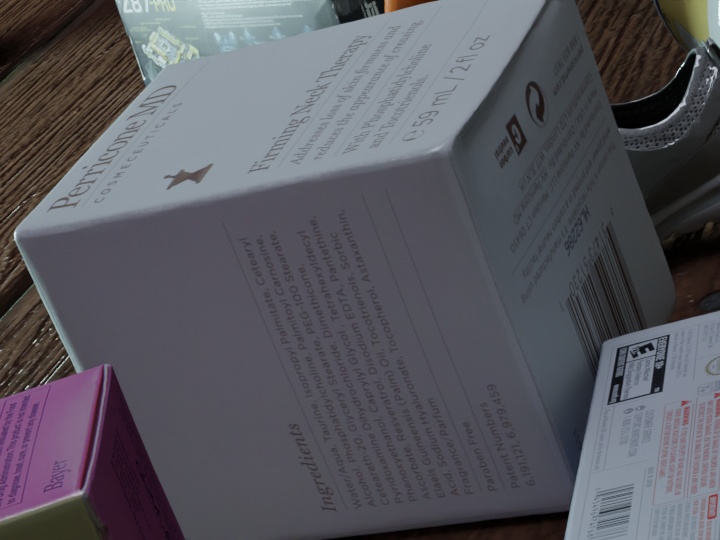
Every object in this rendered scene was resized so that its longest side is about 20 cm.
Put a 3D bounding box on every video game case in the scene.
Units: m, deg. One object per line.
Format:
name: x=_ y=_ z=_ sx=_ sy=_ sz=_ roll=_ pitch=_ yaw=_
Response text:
video game case: x=0.169 y=0.064 z=0.858 sx=0.181 sy=0.046 sz=0.200 roll=-16 pitch=20 yaw=18

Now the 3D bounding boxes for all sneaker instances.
sneaker: x=0.099 y=-0.039 z=1.130 sx=0.200 sy=0.082 sz=0.075 roll=-30 pitch=19 yaw=1

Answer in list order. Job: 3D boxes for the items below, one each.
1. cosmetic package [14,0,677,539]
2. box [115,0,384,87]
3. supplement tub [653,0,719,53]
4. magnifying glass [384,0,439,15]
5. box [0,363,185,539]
cosmetic package: x=0.000 y=0.000 z=1.009 sx=0.200 sy=0.167 sz=0.167 roll=-10 pitch=25 yaw=27
box: x=-0.044 y=-0.097 z=1.321 sx=0.049 sy=0.161 sz=0.200 roll=-34 pitch=23 yaw=-33
supplement tub: x=0.230 y=-0.144 z=1.192 sx=0.145 sy=0.146 sz=0.200 roll=-21 pitch=19 yaw=0
magnifying glass: x=0.024 y=-0.059 z=1.108 sx=0.079 sy=0.200 sz=0.022 roll=-24 pitch=51 yaw=-20
box: x=-0.140 y=0.152 z=0.743 sx=0.200 sy=0.176 sz=0.097 roll=-19 pitch=20 yaw=5
